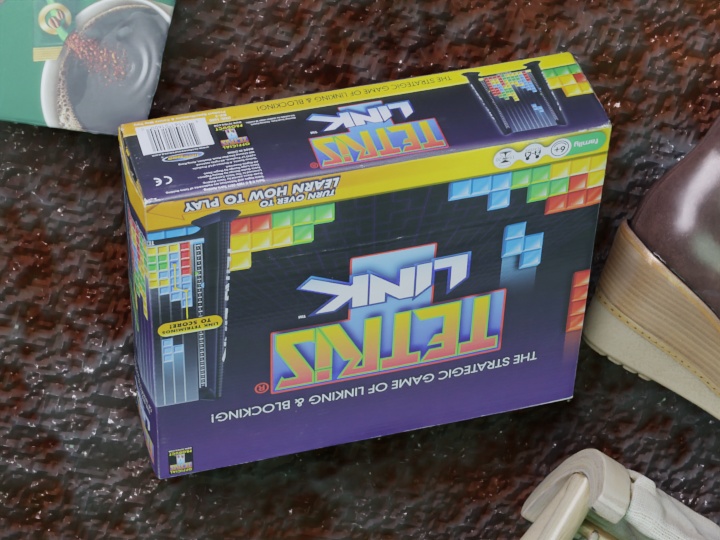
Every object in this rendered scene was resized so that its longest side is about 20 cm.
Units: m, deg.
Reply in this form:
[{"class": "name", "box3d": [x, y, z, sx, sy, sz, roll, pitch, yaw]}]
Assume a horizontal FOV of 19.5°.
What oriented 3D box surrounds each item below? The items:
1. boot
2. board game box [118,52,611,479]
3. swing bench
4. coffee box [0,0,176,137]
[{"class": "boot", "box3d": [0.218, 0.002, 0.987, 0.200, 0.072, 0.167, 26, 108, -23]}, {"class": "board game box", "box3d": [0.000, 0.000, 0.903, 0.199, 0.057, 0.166, -11, 133, -12]}, {"class": "swing bench", "box3d": [0.143, 0.210, 1.005, 0.199, 0.130, 0.200, 33, 101, -5]}, {"class": "coffee box", "box3d": [-0.170, -0.123, 0.815, 0.199, 0.044, 0.123, 8, 113, -22]}]
